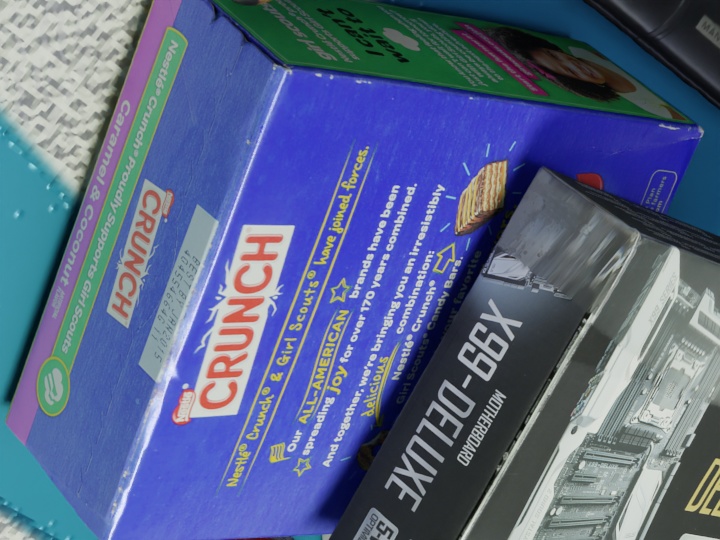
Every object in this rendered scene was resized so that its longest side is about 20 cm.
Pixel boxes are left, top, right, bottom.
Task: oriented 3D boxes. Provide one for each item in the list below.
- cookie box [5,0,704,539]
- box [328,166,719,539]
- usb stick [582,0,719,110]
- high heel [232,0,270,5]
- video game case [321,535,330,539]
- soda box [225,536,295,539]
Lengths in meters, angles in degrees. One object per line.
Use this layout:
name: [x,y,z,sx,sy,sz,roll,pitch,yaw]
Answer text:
cookie box: [0.000,0.000,0.768,0.199,0.075,0.172,4,116,-44]
box: [0.091,0.060,0.801,0.199,0.050,0.158,17,106,-53]
usb stick: [0.136,-0.096,0.854,0.200,0.033,0.056,29,91,-47]
high heel: [0.064,-0.118,0.696,0.143,0.071,0.200,44,78,-3]
video game case: [0.071,0.106,0.948,0.199,0.017,0.144,-24,131,-27]
soda box: [-0.088,0.182,0.828,0.201,0.063,0.070,-54,136,2]
